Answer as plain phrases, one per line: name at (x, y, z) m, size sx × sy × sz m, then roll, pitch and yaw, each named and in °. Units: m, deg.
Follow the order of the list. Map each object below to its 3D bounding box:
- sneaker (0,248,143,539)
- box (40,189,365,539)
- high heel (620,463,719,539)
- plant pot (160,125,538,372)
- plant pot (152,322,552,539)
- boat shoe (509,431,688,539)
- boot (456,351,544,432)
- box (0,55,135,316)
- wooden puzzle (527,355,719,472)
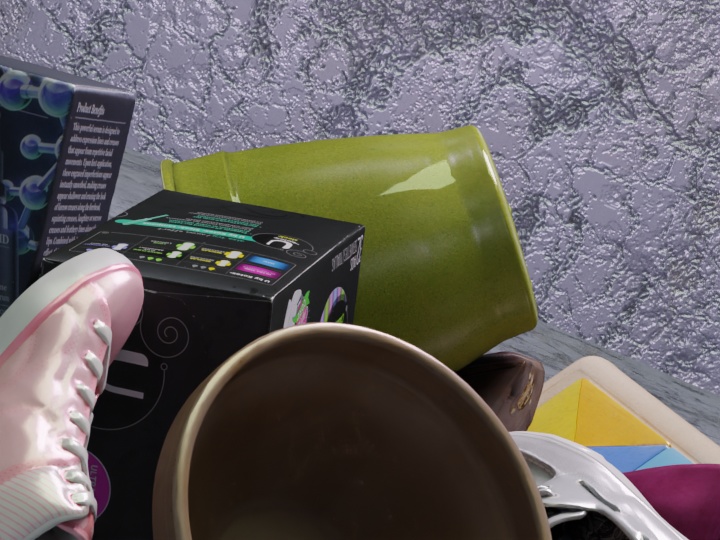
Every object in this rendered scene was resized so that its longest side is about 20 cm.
sneaker at (-0.139, 0.079, 1.070) m, size 0.104 × 0.076 × 0.200 m, roll 32°, pitch 51°, yaw 17°
box at (-0.084, 0.053, 1.252) m, size 0.124 × 0.149 × 0.200 m, roll 10°, pitch 14°, yaw 11°
high heel at (0.140, 0.123, 1.364) m, size 0.067 × 0.097 × 0.200 m, roll 24°, pitch 5°, yaw -39°
plant pot at (0.000, 0.000, 1.453) m, size 0.192 × 0.201 × 0.200 m, roll -18°, pitch 7°, yaw 1°
plant pot at (-0.016, 0.133, 1.100) m, size 0.200 × 0.202 × 0.093 m, roll 21°, pitch -34°, yaw -23°
boat shoe at (0.113, 0.141, 1.245) m, size 0.068 × 0.072 × 0.200 m, roll 23°, pitch 15°, yaw -46°
boot at (0.050, 0.071, 1.541) m, size 0.199 × 0.064 × 0.187 m, roll -17°, pitch 23°, yaw 38°
box at (-0.218, -0.014, 1.222) m, size 0.148 × 0.201 × 0.107 m, roll 14°, pitch 4°, yaw 10°
wooden puzzle at (0.129, 0.137, 1.468) m, size 0.199 × 0.037 × 0.185 m, roll -29°, pitch 42°, yaw -22°
